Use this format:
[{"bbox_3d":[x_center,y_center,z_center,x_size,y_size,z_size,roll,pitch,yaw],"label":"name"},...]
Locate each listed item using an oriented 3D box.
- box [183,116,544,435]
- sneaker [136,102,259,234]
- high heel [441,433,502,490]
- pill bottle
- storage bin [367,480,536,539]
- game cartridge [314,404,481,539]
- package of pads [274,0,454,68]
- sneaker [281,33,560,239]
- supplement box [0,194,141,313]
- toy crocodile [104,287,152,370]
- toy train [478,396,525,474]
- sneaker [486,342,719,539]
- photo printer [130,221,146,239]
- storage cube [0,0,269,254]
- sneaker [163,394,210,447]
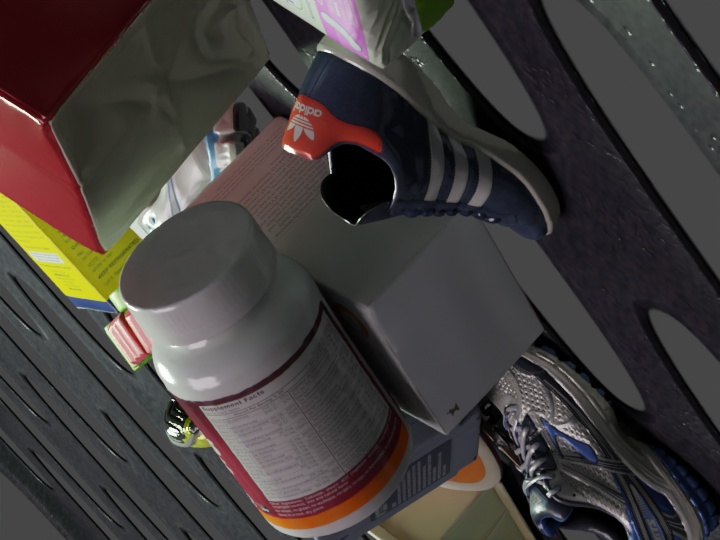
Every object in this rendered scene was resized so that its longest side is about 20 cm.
[{"bbox_3d":[0.000,0.000,1.619,0.200,0.097,0.125,27,157,47],"label":"box"},{"bbox_3d":[-0.107,-0.020,1.732,0.086,0.075,0.201,0,113,14],"label":"sneaker"},{"bbox_3d":[0.024,0.087,1.896,0.199,0.067,0.096,30,-157,-8],"label":"high heel"},{"bbox_3d":[-0.057,0.059,1.532,0.109,0.110,0.200,23,153,52],"label":"pill bottle"},{"bbox_3d":[0.036,0.192,2.012,0.200,0.094,0.199,33,165,33],"label":"storage bin"},{"bbox_3d":[0.018,0.132,1.704,0.042,0.133,0.200,61,174,13],"label":"game cartridge"},{"bbox_3d":[-0.041,-0.204,1.252,0.154,0.068,0.200,35,162,27],"label":"package of pads"},{"bbox_3d":[0.029,-0.051,1.384,0.200,0.085,0.075,35,173,-40],"label":"sneaker"},{"bbox_3d":[-0.233,-0.076,1.978,0.200,0.109,0.109,50,163,-18],"label":"supplement box"},{"bbox_3d":[-0.130,0.031,1.690,0.068,0.062,0.200,56,153,-3],"label":"toy crocodile"},{"bbox_3d":[0.068,0.075,1.762,0.200,0.034,0.046,46,166,-6],"label":"toy train"},{"bbox_3d":[0.131,0.120,1.627,0.200,0.085,0.077,41,164,14],"label":"sneaker"},{"bbox_3d":[-0.155,-0.083,1.840,0.200,0.069,0.166,44,164,-2],"label":"photo printer"},{"bbox_3d":[-0.185,-0.149,1.524,0.179,0.200,0.171,31,160,20],"label":"storage cube"},{"bbox_3d":[-0.033,0.089,1.704,0.076,0.199,0.077,-100,-6,-53],"label":"sneaker"}]
